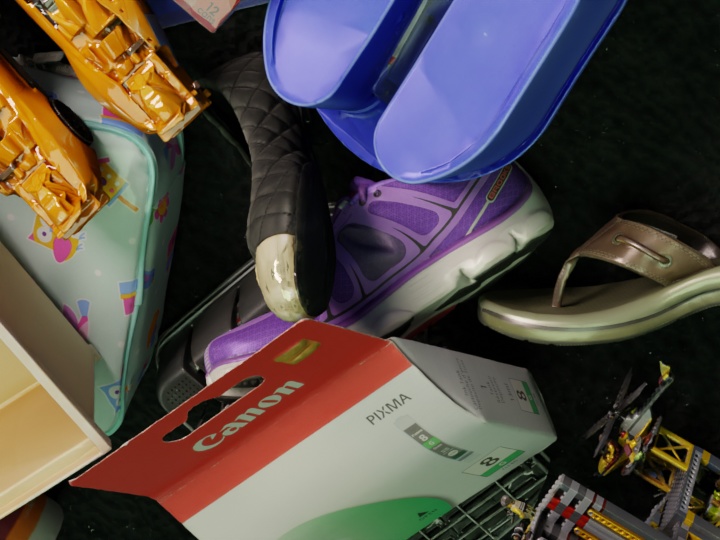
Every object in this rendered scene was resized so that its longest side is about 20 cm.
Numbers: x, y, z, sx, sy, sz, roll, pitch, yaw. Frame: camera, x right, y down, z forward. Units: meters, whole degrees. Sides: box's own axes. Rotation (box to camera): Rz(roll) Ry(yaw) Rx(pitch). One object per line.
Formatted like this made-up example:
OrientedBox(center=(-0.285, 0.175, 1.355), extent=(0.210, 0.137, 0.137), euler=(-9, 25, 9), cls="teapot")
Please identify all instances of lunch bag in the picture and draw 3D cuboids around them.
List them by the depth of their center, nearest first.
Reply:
OrientedBox(center=(-0.180, -0.019, 1.283), extent=(0.159, 0.077, 0.201), euler=(13, 119, 6), cls="lunch bag")

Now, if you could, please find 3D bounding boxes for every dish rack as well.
OrientedBox(center=(-0.002, 0.080, 1.315), extent=(0.153, 0.055, 0.200), euler=(-38, 108, 26), cls="dish rack")

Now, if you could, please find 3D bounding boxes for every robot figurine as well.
OrientedBox(center=(-0.173, -0.121, 1.173), extent=(0.145, 0.058, 0.200), euler=(-43, 92, 10), cls="robot figurine")

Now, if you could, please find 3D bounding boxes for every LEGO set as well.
OrientedBox(center=(0.112, 0.152, 1.253), extent=(0.115, 0.200, 0.154), euler=(30, 135, -2), cls="LEGO set")

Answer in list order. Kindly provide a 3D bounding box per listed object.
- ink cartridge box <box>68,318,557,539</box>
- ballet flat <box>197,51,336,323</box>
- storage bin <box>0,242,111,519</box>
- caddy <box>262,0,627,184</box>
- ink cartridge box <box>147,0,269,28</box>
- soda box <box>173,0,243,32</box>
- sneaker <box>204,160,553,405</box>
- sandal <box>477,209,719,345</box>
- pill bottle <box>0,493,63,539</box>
OrientedBox(center=(-0.019, 0.094, 1.200), extent=(0.161, 0.199, 0.050), euler=(-36, 64, 25), cls="ink cartridge box")
OrientedBox(center=(-0.045, -0.037, 1.180), extent=(0.056, 0.201, 0.067), euler=(-14, 126, 2), cls="ballet flat")
OrientedBox(center=(-0.260, 0.045, 1.198), extent=(0.198, 0.094, 0.200), euler=(-32, 117, 12), cls="storage bin")
OrientedBox(center=(0.045, -0.133, 1.162), extent=(0.141, 0.105, 0.201), euler=(36, 109, 9), cls="caddy")
OrientedBox(center=(-0.108, -0.207, 1.191), extent=(0.099, 0.039, 0.201), euler=(-13, 115, 16), cls="ink cartridge box")
OrientedBox(center=(-0.120, -0.203, 1.130), extent=(0.200, 0.070, 0.063), euler=(41, 106, -12), cls="soda box")
OrientedBox(center=(0.000, 0.000, 1.223), extent=(0.084, 0.199, 0.081), euler=(54, 160, 9), cls="sneaker")
OrientedBox(center=(0.155, -0.006, 1.233), extent=(0.199, 0.080, 0.058), euler=(-14, 98, 8), cls="sandal")
OrientedBox(center=(-0.274, 0.122, 1.354), extent=(0.200, 0.114, 0.114), euler=(36, 118, -10), cls="pill bottle")
